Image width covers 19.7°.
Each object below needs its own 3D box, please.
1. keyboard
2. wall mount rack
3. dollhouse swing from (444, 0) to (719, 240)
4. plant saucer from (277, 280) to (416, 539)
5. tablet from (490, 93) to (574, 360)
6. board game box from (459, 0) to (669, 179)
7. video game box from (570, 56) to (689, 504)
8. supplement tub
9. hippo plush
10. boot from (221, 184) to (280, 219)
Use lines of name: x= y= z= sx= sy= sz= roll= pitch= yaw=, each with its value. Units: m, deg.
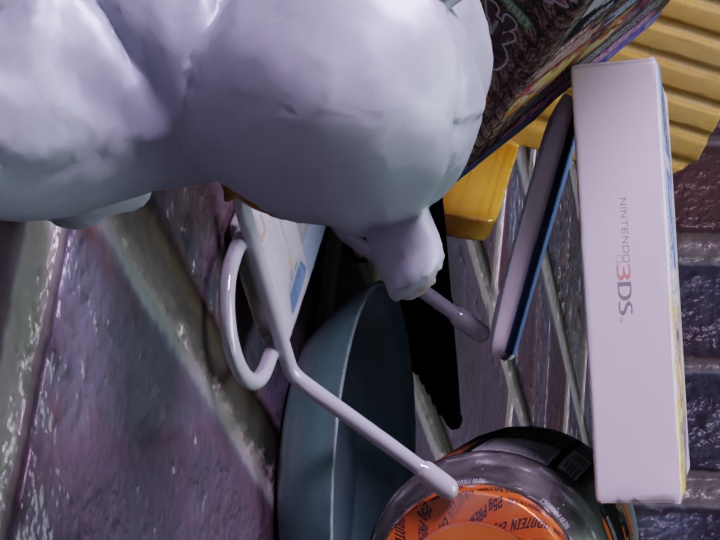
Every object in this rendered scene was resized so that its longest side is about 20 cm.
keyboard: x=0.018 y=-0.010 z=1.079 sx=0.104 sy=0.039 sz=0.201 roll=-112 pitch=-169 yaw=-45
wall mount rack: x=0.000 y=0.000 z=0.938 sx=0.201 sy=0.074 sz=0.175 roll=-72 pitch=152 yaw=-52
dollhouse swing: x=0.133 y=-0.110 z=1.184 sx=0.182 sy=0.175 sz=0.201 roll=-68 pitch=-178 yaw=-58
plant saucer: x=-0.007 y=0.105 z=1.031 sx=0.200 sy=0.036 sz=0.202 roll=2 pitch=90 yaw=-77
tablet: x=0.089 y=-0.017 z=1.078 sx=0.200 sy=0.014 sz=0.131 roll=26 pitch=80 yaw=-83
board game box: x=0.092 y=-0.157 z=0.931 sx=0.159 sy=0.097 sz=0.200 roll=-39 pitch=172 yaw=-28
video game box: x=0.134 y=0.007 z=1.015 sx=0.182 sy=0.046 sz=0.202 roll=11 pitch=76 yaw=-82
supplement tub: x=0.071 y=0.145 z=1.029 sx=0.200 sy=0.121 sz=0.124 roll=-7 pitch=97 yaw=-77
hippo plush: x=-0.043 y=-0.076 z=0.564 sx=0.200 sy=0.159 sz=0.161 roll=-44 pitch=134 yaw=-73
boot: x=-0.017 y=-0.096 z=0.693 sx=0.201 sy=0.070 sz=0.145 roll=78 pitch=20 yaw=-77
